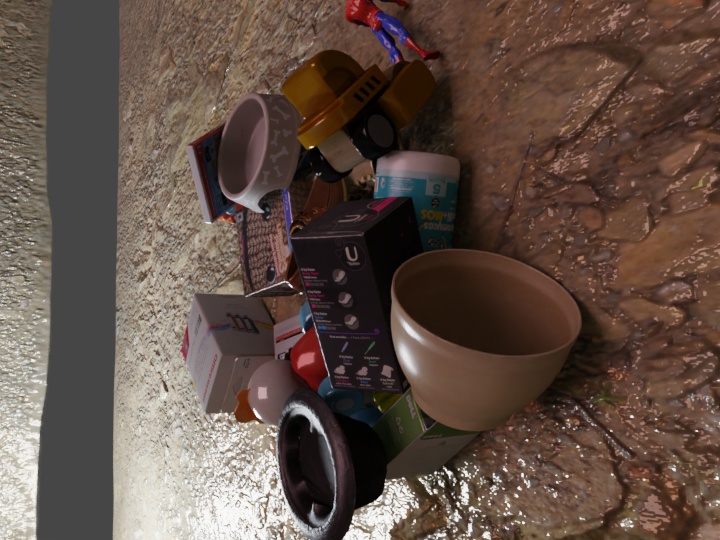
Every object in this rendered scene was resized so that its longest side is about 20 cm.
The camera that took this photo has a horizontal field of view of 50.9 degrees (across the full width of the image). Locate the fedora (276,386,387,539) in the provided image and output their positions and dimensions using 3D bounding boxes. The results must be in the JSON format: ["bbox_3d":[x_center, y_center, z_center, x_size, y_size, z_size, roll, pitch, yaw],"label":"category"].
[{"bbox_3d":[-0.030,0.239,0.946,0.200,0.091,0.203,-4,85,60],"label":"fedora"}]

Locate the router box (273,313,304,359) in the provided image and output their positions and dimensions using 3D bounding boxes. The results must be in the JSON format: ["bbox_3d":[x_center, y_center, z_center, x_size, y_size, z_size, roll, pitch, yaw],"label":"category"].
[{"bbox_3d":[-0.085,0.164,1.295,0.200,0.048,0.181,-24,67,57],"label":"router box"}]

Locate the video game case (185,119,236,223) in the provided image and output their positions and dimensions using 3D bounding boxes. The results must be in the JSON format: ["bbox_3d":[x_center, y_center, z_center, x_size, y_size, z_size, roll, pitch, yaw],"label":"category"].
[{"bbox_3d":[-0.232,-0.192,1.357,0.017,0.200,0.144,6,122,25],"label":"video game case"}]

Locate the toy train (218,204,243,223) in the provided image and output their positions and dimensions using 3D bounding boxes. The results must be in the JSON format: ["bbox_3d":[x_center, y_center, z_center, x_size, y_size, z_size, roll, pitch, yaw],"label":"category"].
[{"bbox_3d":[-0.197,-0.128,1.449,0.199,0.150,0.056,-2,123,55],"label":"toy train"}]

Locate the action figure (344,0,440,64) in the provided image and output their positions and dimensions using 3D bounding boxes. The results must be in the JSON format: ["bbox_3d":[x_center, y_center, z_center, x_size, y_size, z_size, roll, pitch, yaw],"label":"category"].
[{"bbox_3d":[0.050,-0.355,1.107,0.200,0.099,0.065,49,130,21],"label":"action figure"}]

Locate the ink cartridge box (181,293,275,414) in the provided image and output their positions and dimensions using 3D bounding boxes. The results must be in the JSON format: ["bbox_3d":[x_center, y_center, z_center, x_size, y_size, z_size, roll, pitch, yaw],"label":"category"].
[{"bbox_3d":[-0.249,0.161,1.482,0.200,0.143,0.146,54,132,47],"label":"ink cartridge box"}]

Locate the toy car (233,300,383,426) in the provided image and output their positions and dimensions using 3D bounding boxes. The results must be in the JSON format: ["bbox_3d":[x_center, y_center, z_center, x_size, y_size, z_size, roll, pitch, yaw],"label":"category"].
[{"bbox_3d":[-0.087,0.177,1.105,0.199,0.177,0.185,-26,43,6],"label":"toy car"}]

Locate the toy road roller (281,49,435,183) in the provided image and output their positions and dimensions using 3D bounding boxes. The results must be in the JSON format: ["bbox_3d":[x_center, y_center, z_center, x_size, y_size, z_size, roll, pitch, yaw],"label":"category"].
[{"bbox_3d":[-0.010,-0.226,0.985,0.122,0.146,0.200,-20,25,47],"label":"toy road roller"}]

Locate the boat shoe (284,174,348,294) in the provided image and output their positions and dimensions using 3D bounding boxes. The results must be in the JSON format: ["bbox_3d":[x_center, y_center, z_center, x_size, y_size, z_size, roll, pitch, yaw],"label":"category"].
[{"bbox_3d":[-0.066,-0.062,1.106,0.072,0.067,0.202,-14,63,52],"label":"boat shoe"}]

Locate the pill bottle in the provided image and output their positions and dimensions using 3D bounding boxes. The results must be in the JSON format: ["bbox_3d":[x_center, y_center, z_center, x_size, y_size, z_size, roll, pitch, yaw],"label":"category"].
[{"bbox_3d":[0.067,-0.051,0.991,0.111,0.110,0.202,14,100,59],"label":"pill bottle"}]

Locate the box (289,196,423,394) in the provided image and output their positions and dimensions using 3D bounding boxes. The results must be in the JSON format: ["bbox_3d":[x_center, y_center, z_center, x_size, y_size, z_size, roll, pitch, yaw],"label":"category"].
[{"bbox_3d":[0.013,0.028,0.897,0.105,0.122,0.202,-1,114,33],"label":"box"}]

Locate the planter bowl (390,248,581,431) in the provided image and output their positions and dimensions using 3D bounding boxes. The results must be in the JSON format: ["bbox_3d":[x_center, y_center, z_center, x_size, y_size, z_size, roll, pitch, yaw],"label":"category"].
[{"bbox_3d":[0.123,0.085,0.817,0.200,0.198,0.136,-130,39,-49],"label":"planter bowl"}]

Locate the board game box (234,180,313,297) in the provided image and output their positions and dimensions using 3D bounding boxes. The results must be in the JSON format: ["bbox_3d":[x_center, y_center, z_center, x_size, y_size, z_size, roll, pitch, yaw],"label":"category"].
[{"bbox_3d":[-0.124,-0.049,1.306,0.199,0.096,0.161,-20,75,53],"label":"board game box"}]

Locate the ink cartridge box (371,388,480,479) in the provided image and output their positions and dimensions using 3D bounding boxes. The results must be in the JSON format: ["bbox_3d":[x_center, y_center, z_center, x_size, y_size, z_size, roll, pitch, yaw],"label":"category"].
[{"bbox_3d":[0.089,0.190,0.938,0.200,0.103,0.060,-54,44,43],"label":"ink cartridge box"}]

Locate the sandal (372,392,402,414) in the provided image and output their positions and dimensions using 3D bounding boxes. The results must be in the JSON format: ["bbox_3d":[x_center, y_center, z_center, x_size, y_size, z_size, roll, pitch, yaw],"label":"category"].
[{"bbox_3d":[0.040,0.133,1.076,0.087,0.079,0.201,70,178,-66],"label":"sandal"}]

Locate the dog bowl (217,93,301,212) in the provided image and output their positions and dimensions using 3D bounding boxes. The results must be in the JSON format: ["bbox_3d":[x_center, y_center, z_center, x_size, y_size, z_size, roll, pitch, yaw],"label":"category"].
[{"bbox_3d":[-0.173,-0.199,1.251,0.199,0.058,0.202,-15,71,51],"label":"dog bowl"}]

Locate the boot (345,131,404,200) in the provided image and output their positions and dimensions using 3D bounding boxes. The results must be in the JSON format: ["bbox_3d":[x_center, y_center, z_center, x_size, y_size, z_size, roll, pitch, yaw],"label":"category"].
[{"bbox_3d":[0.002,-0.123,1.152,0.155,0.072,0.202,10,92,59],"label":"boot"}]

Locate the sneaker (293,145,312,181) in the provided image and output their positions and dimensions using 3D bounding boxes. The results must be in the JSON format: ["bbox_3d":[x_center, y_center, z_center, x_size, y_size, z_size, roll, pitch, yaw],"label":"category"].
[{"bbox_3d":[-0.102,-0.208,1.287,0.200,0.089,0.079,-40,50,23],"label":"sneaker"}]

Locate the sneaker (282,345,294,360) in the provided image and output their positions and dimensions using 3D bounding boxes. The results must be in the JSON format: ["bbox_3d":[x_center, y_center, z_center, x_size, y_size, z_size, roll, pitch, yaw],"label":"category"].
[{"bbox_3d":[-0.093,0.222,1.200,0.085,0.076,0.202,129,141,-59],"label":"sneaker"}]
